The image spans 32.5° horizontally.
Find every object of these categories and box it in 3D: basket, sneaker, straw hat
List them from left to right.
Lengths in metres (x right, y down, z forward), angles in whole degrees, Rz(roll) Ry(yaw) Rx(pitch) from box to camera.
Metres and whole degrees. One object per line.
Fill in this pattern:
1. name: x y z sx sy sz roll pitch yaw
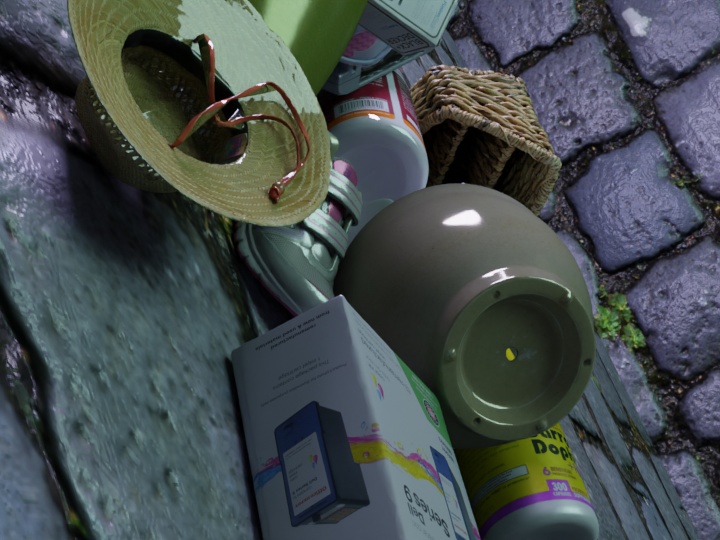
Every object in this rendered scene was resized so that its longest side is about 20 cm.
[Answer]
1. straw hat: -0.115 -0.092 0.726 0.201 0.085 0.202 33 42 -36
2. sneaker: -0.042 -0.044 0.912 0.081 0.088 0.200 45 22 -50
3. basket: 0.097 -0.094 1.294 0.142 0.200 0.149 6 45 -22

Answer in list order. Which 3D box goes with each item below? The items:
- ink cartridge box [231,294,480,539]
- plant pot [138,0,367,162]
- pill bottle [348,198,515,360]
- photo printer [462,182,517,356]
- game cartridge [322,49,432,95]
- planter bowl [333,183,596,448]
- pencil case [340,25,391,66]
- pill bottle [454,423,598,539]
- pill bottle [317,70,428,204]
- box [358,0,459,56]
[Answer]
1. ink cartridge box: 0.006 0.139 0.734 0.145 0.087 0.200 49 20 -44
2. plant pot: -0.087 -0.176 0.880 0.187 0.187 0.200 51 34 -38
3. pill bottle: 0.046 0.043 1.019 0.200 0.109 0.109 56 15 -22
4. photo printer: 0.131 0.015 1.140 0.200 0.069 0.166 49 12 -1
5. game cartridge: -0.022 -0.228 1.196 0.200 0.133 0.042 -35 140 -49
6. planter bowl: 0.089 0.045 0.903 0.200 0.200 0.135 56 -8 -21
7. pencil case: -0.031 -0.266 1.132 0.200 0.083 0.091 -125 -156 -46
8. pill bottle: 0.137 0.168 1.118 0.104 0.104 0.200 47 19 -46
9. pill bottle: 0.000 -0.138 1.200 0.113 0.113 0.200 54 16 -30
10. box: -0.004 -0.276 1.000 0.200 0.117 0.060 29 -13 -24
